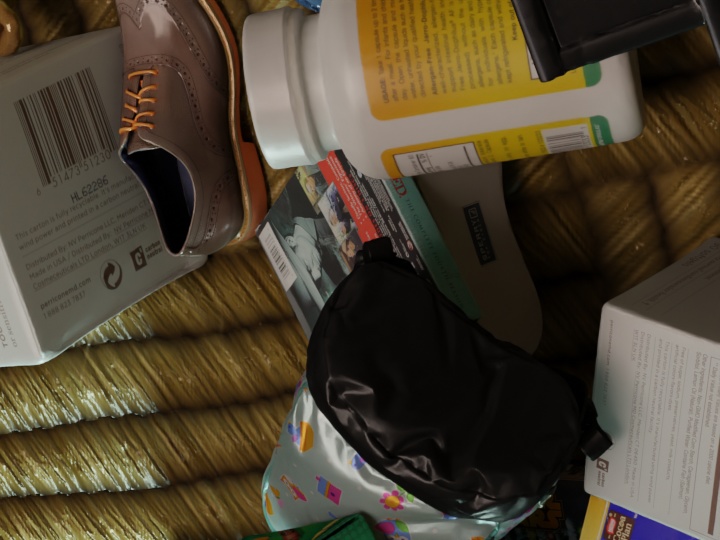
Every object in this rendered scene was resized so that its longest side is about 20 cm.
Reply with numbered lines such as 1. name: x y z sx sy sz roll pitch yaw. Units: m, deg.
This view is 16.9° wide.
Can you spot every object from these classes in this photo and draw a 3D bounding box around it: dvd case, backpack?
1. dvd case: 0.000 0.000 1.416 0.147 0.022 0.200 63 154 13
2. backpack: 0.023 0.094 1.297 0.167 0.127 0.200 41 157 8

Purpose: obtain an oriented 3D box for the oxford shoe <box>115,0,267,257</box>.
1. oxford shoe: -0.117 -0.106 1.495 0.071 0.073 0.201 -13 99 43

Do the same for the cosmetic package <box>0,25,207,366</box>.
1. cosmetic package: -0.239 -0.043 1.555 0.199 0.167 0.167 -6 109 42

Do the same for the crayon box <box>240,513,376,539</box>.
1. crayon box: -0.003 0.231 1.273 0.119 0.058 0.201 -20 100 56

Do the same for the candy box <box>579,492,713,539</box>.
1. candy box: 0.201 0.221 1.286 0.199 0.077 0.170 20 104 34

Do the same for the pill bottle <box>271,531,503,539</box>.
1. pill bottle: 0.036 0.201 1.413 0.199 0.111 0.112 11 115 37

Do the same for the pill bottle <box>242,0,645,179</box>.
1. pill bottle: 0.044 -0.109 1.279 0.199 0.113 0.114 -9 104 10

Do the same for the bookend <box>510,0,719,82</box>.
1. bookend: 0.160 -0.126 1.152 0.199 0.092 0.200 -18 114 9

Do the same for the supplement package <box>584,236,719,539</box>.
1. supplement package: 0.231 0.078 1.250 0.199 0.117 0.118 21 120 32

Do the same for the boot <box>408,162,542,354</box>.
1. boot: 0.039 -0.036 1.399 0.090 0.072 0.201 -11 92 59

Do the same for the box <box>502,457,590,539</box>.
1. box: 0.142 0.180 1.419 0.199 0.040 0.138 -1 106 40

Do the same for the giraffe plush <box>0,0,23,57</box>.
1. giraffe plush: -0.258 -0.232 1.533 0.199 0.173 0.163 11 132 -2

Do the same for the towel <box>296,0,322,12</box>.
1. towel: -0.009 -0.240 1.309 0.112 0.048 0.200 49 131 18
